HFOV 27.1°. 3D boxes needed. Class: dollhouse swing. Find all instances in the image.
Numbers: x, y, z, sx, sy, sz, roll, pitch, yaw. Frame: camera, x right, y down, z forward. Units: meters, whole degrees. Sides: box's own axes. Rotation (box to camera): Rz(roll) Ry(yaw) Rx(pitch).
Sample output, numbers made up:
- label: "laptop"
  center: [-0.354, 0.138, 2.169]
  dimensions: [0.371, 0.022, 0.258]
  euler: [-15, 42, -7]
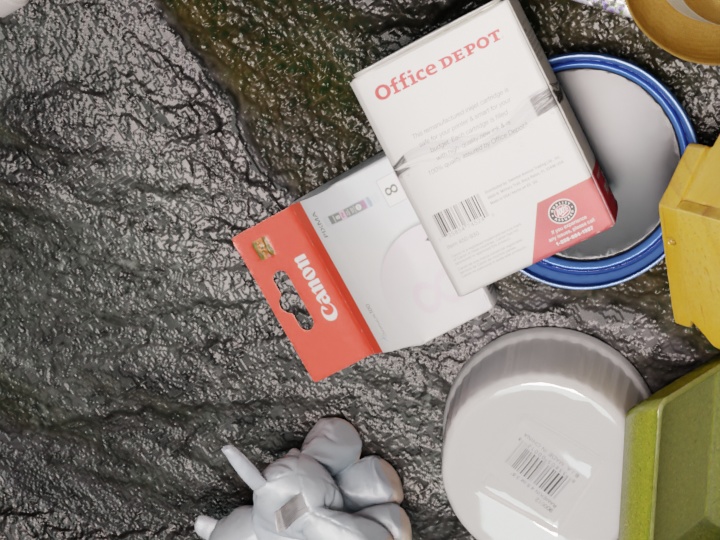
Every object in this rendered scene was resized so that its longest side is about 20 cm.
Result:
- label: "dollhouse swing"
  center: [0.370, -0.043, 1.193]
  dimensions: [0.198, 0.176, 0.183]
  euler: [17, 140, 36]

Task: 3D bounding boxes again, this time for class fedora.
- label: "fedora"
  center: [0.297, -0.239, 1.135]
  dimensions: [0.198, 0.082, 0.203]
  euler: [-8, 116, -16]

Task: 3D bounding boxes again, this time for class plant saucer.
- label: "plant saucer"
  center: [0.274, 0.170, 1.263]
  dimensions: [0.047, 0.199, 0.203]
  euler: [13, 111, 37]

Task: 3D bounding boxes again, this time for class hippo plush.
- label: "hippo plush"
  center: [-0.059, 0.247, 1.355]
  dimensions: [0.160, 0.199, 0.161]
  euler: [51, 120, 17]

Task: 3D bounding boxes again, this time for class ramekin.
- label: "ramekin"
  center: [0.164, 0.160, 1.318]
  dimensions: [0.197, 0.098, 0.203]
  euler: [3, 107, 11]

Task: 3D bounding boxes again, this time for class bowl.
- label: "bowl"
  center: [0.188, -0.086, 1.269]
  dimensions: [0.198, 0.039, 0.204]
  euler: [3, 107, 11]

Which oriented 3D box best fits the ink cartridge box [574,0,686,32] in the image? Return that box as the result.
- label: "ink cartridge box"
  center: [0.234, -0.303, 1.186]
  dimensions: [0.108, 0.050, 0.202]
  euler: [18, 110, 7]

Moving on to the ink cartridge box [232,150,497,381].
- label: "ink cartridge box"
  center: [0.000, 0.000, 1.333]
  dimensions: [0.198, 0.057, 0.164]
  euler: [-28, 99, 14]

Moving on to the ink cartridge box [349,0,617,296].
- label: "ink cartridge box"
  center: [0.103, -0.105, 1.216]
  dimensions: [0.145, 0.083, 0.202]
  euler: [-24, 99, 17]

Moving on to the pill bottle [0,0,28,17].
- label: "pill bottle"
  center: [-0.250, -0.304, 1.259]
  dimensions: [0.198, 0.116, 0.117]
  euler: [-27, 99, 18]
